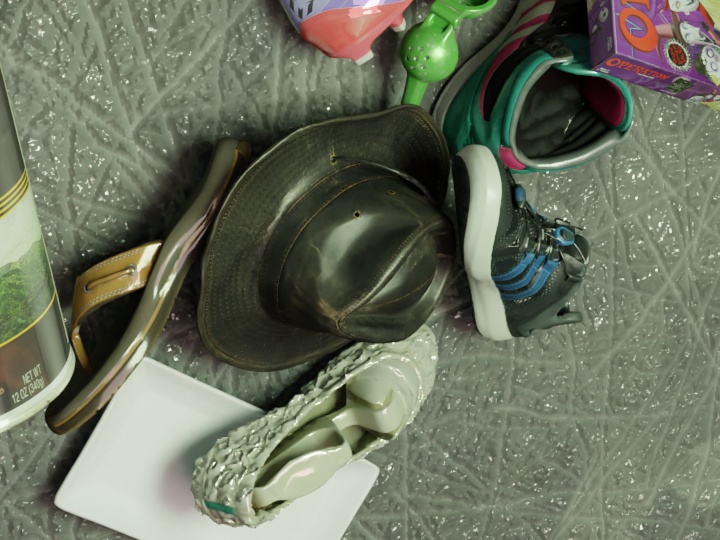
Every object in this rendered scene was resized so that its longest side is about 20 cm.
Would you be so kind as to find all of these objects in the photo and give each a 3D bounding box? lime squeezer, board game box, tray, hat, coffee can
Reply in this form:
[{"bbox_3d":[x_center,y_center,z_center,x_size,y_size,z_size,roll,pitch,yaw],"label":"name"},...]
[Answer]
[{"bbox_3d":[0.061,-0.148,1.099,0.200,0.038,0.071,-59,148,2],"label":"lime squeezer"},{"bbox_3d":[0.185,-0.199,1.095,0.120,0.032,0.201,11,65,-27],"label":"board game box"},{"bbox_3d":[-0.090,0.132,1.149,0.200,0.022,0.108,28,93,-32],"label":"tray"},{"bbox_3d":[0.000,0.000,1.075,0.200,0.081,0.201,-31,142,-27],"label":"hat"},{"bbox_3d":[-0.240,-0.025,0.940,0.146,0.146,0.201,-19,117,-20],"label":"coffee can"}]

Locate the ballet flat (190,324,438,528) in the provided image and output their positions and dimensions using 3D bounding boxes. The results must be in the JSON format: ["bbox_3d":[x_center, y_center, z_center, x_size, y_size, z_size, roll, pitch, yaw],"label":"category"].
[{"bbox_3d":[-0.014,0.101,1.129,0.200,0.072,0.072,-35,121,-26],"label":"ballet flat"}]

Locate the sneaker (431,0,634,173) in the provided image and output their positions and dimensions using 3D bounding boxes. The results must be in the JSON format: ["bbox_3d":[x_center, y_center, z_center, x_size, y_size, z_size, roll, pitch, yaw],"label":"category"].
[{"bbox_3d":[0.133,-0.138,1.103,0.084,0.121,0.200,34,91,-32],"label":"sneaker"}]

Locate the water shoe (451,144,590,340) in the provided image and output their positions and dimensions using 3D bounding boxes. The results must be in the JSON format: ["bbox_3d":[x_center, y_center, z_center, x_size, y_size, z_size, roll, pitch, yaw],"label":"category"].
[{"bbox_3d":[0.101,-0.021,1.116,0.079,0.072,0.200,-7,155,5],"label":"water shoe"}]

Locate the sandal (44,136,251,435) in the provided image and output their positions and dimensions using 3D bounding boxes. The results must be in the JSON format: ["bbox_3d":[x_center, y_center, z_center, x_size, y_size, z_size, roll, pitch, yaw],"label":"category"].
[{"bbox_3d":[-0.131,0.002,1.049,0.054,0.082,0.200,32,90,-12],"label":"sandal"}]

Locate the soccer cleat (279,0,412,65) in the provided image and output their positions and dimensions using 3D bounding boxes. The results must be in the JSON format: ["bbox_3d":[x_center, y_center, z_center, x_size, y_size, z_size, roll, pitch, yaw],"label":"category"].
[{"bbox_3d":[0.036,-0.208,1.063,0.200,0.067,0.076,-44,117,-3],"label":"soccer cleat"}]
